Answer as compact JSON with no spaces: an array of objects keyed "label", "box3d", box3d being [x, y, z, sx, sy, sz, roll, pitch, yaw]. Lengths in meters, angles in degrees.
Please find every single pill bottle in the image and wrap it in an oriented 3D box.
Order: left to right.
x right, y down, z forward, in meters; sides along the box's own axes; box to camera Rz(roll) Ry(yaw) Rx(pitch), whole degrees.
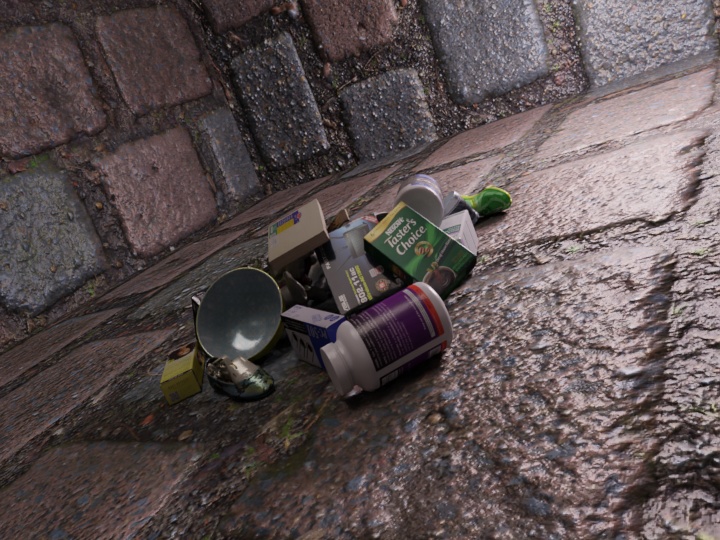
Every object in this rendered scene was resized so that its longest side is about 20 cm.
[{"label":"pill bottle","box3d":[0.039,0.109,0.969,0.196,0.116,0.112,-26,16,-15]},{"label":"pill bottle","box3d":[0.131,-0.149,1.396,0.110,0.117,0.201,-18,15,13]}]

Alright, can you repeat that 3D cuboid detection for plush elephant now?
[{"label":"plush elephant","box3d":[-0.140,0.025,1.391,0.195,0.159,0.165,-17,-12,-30]}]

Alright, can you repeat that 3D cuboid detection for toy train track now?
[{"label":"toy train track","box3d":[-0.053,-0.091,1.383,0.032,0.118,0.200,-17,-10,-21]}]

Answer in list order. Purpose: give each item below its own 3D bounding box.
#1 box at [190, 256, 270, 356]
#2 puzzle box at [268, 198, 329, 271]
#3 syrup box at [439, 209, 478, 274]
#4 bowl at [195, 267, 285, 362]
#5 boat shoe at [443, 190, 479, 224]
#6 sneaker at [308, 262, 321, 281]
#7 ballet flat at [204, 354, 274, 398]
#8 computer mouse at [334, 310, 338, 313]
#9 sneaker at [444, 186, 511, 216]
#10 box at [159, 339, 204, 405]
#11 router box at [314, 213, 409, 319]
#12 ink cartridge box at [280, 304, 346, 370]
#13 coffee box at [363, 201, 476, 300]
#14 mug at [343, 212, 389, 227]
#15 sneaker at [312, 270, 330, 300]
[{"label":"box","box3d":[-0.292,0.083,1.448,0.049,0.161,0.198,34,50,27]},{"label":"puzzle box","box3d":[-0.134,-0.080,1.326,0.130,0.026,0.201,-29,26,6]},{"label":"syrup box","box3d":[0.198,-0.054,1.336,0.077,0.084,0.201,-19,15,20]},{"label":"bowl","box3d":[-0.236,0.109,1.322,0.194,0.205,0.108,-20,-26,6]},{"label":"boat shoe","box3d":[0.192,-0.090,1.502,0.200,0.090,0.072,-46,14,32]},{"label":"sneaker","box3d":[-0.098,-0.020,1.668,0.094,0.075,0.199,-58,-11,12]},{"label":"ballet flat","box3d":[-0.234,0.192,1.165,0.196,0.076,0.074,-6,22,46]},{"label":"computer mouse","box3d":[-0.067,0.087,1.340,0.195,0.035,0.059,-26,15,-10]},{"label":"sneaker","box3d":[0.290,-0.152,1.585,0.195,0.075,0.085,-8,45,34]},{"label":"box","box3d":[-0.376,0.212,1.334,0.073,0.051,0.200,-24,16,-7]},{"label":"router box","box3d":[0.000,0.000,1.266,0.146,0.063,0.204,-23,57,-3]},{"label":"ink cartridge box","box3d":[-0.074,0.122,1.120,0.043,0.097,0.198,-28,17,-26]},{"label":"coffee box","box3d":[0.111,-0.035,1.209,0.122,0.044,0.199,-41,63,-19]},{"label":"mug","box3d":[0.030,-0.055,1.472,0.196,0.153,0.173,-21,8,-35]},{"label":"sneaker","box3d":[-0.073,-0.004,1.542,0.073,0.090,0.199,-8,21,41]}]
